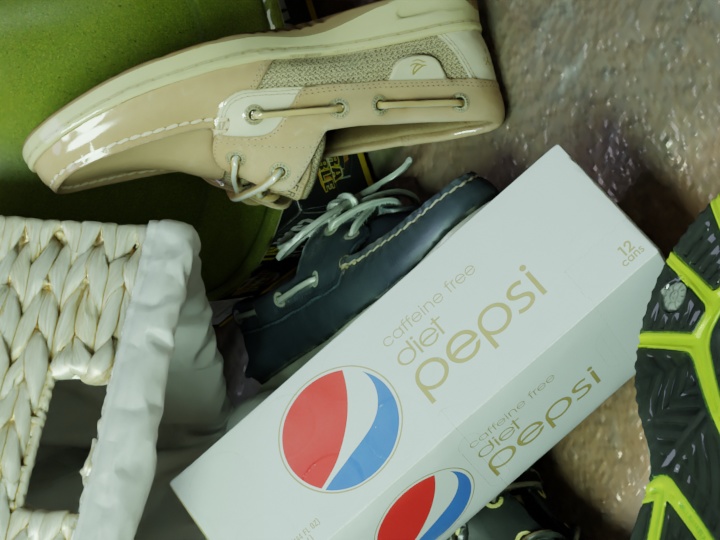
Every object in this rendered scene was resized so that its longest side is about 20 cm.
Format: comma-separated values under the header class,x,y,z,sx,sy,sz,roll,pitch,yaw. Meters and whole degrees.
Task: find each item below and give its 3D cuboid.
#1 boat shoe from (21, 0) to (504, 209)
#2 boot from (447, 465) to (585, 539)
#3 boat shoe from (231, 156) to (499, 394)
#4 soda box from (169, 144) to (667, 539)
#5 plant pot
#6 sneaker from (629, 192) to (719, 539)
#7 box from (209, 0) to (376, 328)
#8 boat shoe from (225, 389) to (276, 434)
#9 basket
class,x,y,z,sx,sy,sz,roll,pitch,yaw
boat shoe,-0.037,-0.060,0.939,0.071,0.198,0.065,129,123,-78
boot,0.087,0.112,0.911,0.153,0.073,0.206,-14,86,50
boat shoe,0.000,0.000,1.003,0.062,0.075,0.200,61,150,9
soda box,0.029,0.050,0.880,0.200,0.064,0.068,-41,56,1
plant pot,-0.163,-0.072,1.026,0.200,0.192,0.202,17,112,51
sneaker,0.144,0.061,0.823,0.075,0.076,0.202,7,84,56
box,-0.078,-0.091,1.108,0.160,0.049,0.202,-38,67,53
boat shoe,0.014,0.136,1.004,0.065,0.073,0.201,-28,95,40
basket,-0.149,0.101,0.935,0.200,0.159,0.200,86,-167,-61
